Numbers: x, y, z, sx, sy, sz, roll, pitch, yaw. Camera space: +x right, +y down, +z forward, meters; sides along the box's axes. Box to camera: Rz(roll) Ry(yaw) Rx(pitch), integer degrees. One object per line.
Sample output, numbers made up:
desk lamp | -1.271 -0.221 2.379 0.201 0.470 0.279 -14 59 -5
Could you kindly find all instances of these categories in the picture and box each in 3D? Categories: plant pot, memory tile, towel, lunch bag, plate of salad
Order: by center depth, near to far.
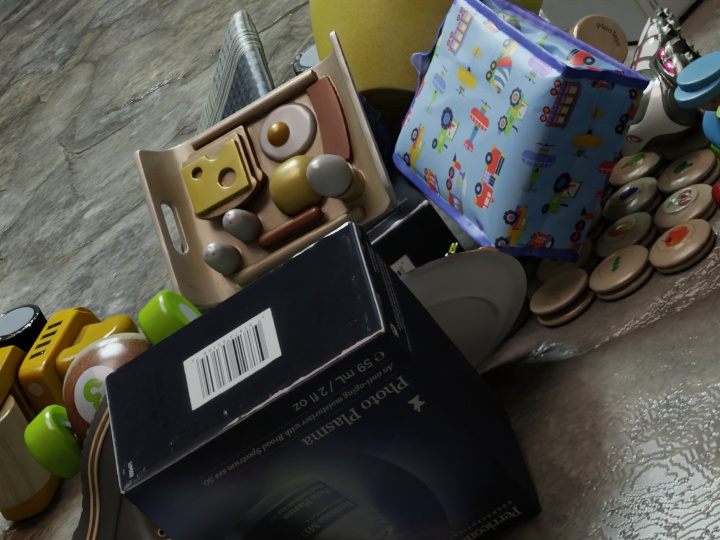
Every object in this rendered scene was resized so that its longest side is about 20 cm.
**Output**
plate of salad | 0.027 0.049 1.463 0.200 0.200 0.048 -36 63 1
lunch bag | 0.097 -0.118 1.569 0.200 0.094 0.151 40 116 44
memory tile | 0.203 -0.040 1.581 0.153 0.017 0.200 -25 25 27
plant pot | 0.043 -0.185 1.729 0.200 0.200 0.142 -14 55 43
towel | -0.106 -0.093 1.833 0.193 0.034 0.200 -109 31 -44

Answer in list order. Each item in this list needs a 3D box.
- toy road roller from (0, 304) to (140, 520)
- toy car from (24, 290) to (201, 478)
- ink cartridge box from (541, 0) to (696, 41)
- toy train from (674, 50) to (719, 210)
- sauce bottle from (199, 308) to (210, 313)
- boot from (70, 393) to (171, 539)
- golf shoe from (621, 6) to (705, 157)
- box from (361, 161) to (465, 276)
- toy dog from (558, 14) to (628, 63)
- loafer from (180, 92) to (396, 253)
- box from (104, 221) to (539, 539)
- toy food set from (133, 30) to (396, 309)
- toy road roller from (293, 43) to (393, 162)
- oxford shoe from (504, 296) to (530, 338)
toy road roller | -0.265 0.112 1.845 0.146 0.123 0.200 -13 29 23
toy car | -0.144 0.147 1.573 0.164 0.158 0.200 -44 32 14
ink cartridge box | 0.269 -0.300 1.908 0.200 0.084 0.144 -45 23 -21
toy train | 0.282 -0.076 1.400 0.085 0.116 0.200 -37 22 1
sauce bottle | -0.117 0.001 1.914 0.066 0.066 0.200 -13 33 46
boot | -0.128 0.174 1.457 0.138 0.077 0.200 14 96 38
golf shoe | 0.232 -0.150 1.656 0.088 0.077 0.200 -38 9 16
box | 0.000 0.000 1.682 0.148 0.107 0.200 -37 23 0
toy dog | 0.136 -0.127 1.653 0.132 0.096 0.200 -58 9 45
loafer | -0.066 -0.074 1.690 0.200 0.070 0.068 -33 22 10
box | -0.023 0.112 1.352 0.200 0.198 0.123 -32 37 12
toy food set | -0.077 -0.077 1.620 0.200 0.060 0.144 -28 66 19
toy road roller | 0.007 -0.129 1.901 0.146 0.123 0.200 -9 35 28
oxford shoe | 0.029 0.053 1.555 0.200 0.071 0.071 -38 39 -8
